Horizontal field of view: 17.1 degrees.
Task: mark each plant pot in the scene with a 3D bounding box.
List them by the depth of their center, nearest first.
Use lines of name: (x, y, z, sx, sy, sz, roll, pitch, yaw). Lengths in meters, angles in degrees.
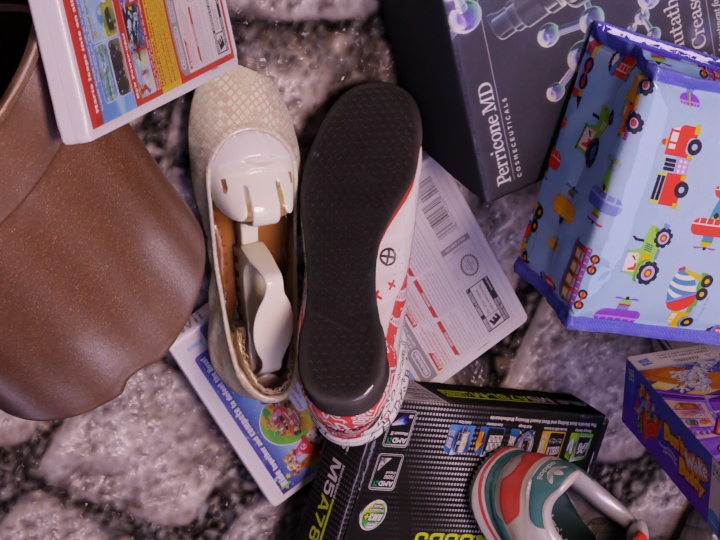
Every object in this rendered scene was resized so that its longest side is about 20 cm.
plant pot: (-0.193, -0.036, 1.234, 0.200, 0.200, 0.198, -42, 133, -3)

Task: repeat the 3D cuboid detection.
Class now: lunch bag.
lunch bag: (0.208, -0.036, 1.340, 0.198, 0.094, 0.152, 12, 108, -21)

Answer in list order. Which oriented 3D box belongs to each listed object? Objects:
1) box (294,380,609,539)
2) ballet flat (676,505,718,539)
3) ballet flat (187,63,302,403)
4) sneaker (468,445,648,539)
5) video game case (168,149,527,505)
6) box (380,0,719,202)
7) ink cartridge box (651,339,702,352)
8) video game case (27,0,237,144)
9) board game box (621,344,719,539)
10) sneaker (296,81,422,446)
box: (0.048, 0.167, 1.508, 0.199, 0.047, 0.195, 8, 104, -40)
ballet flat: (0.286, 0.145, 1.633, 0.200, 0.057, 0.066, -48, 124, 1)
ballet flat: (-0.056, -0.020, 1.363, 0.067, 0.062, 0.202, -12, 110, -19)
sneaker: (0.150, 0.192, 1.469, 0.070, 0.093, 0.200, -44, 110, -24)
video game case: (-0.006, 0.035, 1.456, 0.199, 0.018, 0.144, -36, 125, -8)
box: (0.121, -0.156, 1.375, 0.199, 0.107, 0.149, -24, 123, -14)
ink cartridge box: (0.248, 0.051, 1.514, 0.084, 0.146, 0.201, -25, 121, -12)
video game case: (-0.118, -0.153, 1.202, 0.017, 0.200, 0.144, -8, 102, 20)
board game box: (0.268, 0.085, 1.373, 0.198, 0.135, 0.045, -8, 119, -17)
sneaker: (-0.001, 0.000, 1.391, 0.067, 0.203, 0.108, 4, 158, 5)
